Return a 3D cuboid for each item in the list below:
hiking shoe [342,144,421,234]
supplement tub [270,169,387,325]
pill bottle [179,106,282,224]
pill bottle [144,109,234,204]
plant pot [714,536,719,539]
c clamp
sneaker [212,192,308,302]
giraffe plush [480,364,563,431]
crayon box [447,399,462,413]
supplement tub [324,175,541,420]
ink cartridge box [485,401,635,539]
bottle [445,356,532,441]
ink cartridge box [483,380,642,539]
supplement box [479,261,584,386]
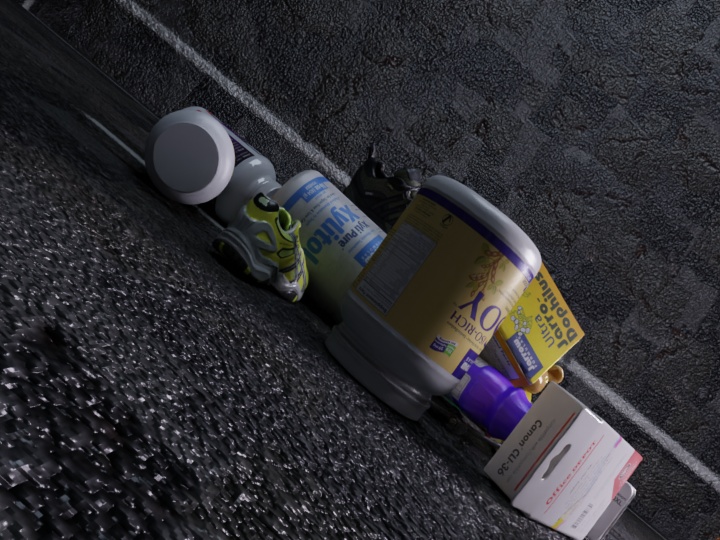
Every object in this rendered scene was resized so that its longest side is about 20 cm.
[{"bbox_3d":[0.061,-0.086,0.902,0.199,0.102,0.075,40,29,20],"label":"hiking shoe"},{"bbox_3d":[-0.032,-0.020,0.857,0.199,0.133,0.132,41,2,11],"label":"supplement tub"},{"bbox_3d":[-0.202,-0.144,0.959,0.199,0.113,0.112,39,1,19],"label":"pill bottle"},{"bbox_3d":[-0.202,-0.135,0.784,0.103,0.105,0.200,37,2,-14],"label":"pill bottle"},{"bbox_3d":[0.388,0.313,0.575,0.198,0.202,0.140,38,-16,4],"label":"plant pot"},{"bbox_3d":[0.081,0.152,0.833,0.169,0.027,0.200,34,4,-20],"label":"c clamp"},{"bbox_3d":[-0.087,-0.021,0.712,0.075,0.077,0.200,36,-2,13],"label":"sneaker"},{"bbox_3d":[0.268,0.206,1.125,0.171,0.164,0.200,37,2,-22],"label":"giraffe plush"},{"bbox_3d":[0.091,0.130,1.058,0.171,0.059,0.200,37,2,-26],"label":"crayon box"},{"bbox_3d":[0.069,0.028,0.649,0.144,0.202,0.145,36,1,-1],"label":"supplement tub"},{"bbox_3d":[0.256,0.253,0.870,0.144,0.085,0.200,39,0,4],"label":"ink cartridge box"},{"bbox_3d":[0.137,0.139,0.778,0.199,0.066,0.083,39,3,35],"label":"bottle"},{"bbox_3d":[0.203,0.193,0.663,0.067,0.117,0.199,39,0,45],"label":"ink cartridge box"},{"bbox_3d":[0.175,0.081,0.862,0.111,0.108,0.199,57,-24,-1],"label":"supplement box"}]
